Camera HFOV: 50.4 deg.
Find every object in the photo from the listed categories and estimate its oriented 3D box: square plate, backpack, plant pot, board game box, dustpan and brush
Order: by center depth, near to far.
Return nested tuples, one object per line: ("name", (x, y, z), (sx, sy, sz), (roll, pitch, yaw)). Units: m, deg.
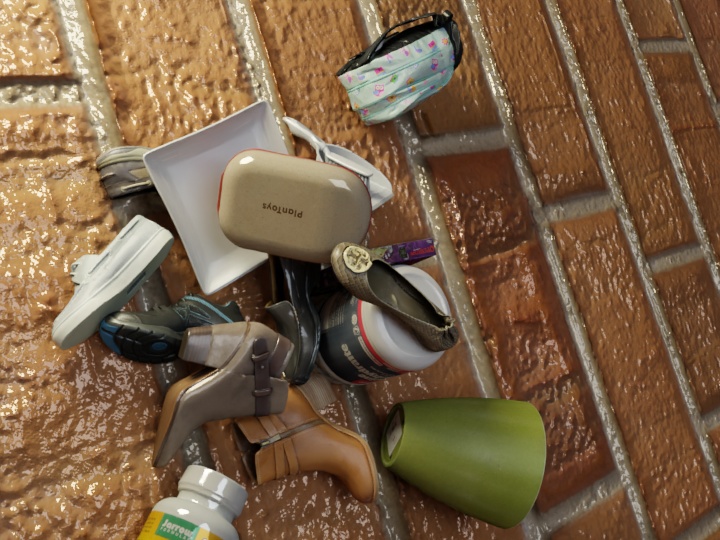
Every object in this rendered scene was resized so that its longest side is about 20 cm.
("square plate", (-0.170, -0.100, 1.030), (0.197, 0.028, 0.202), (-32, 111, -29))
("board game box", (0.000, 0.000, 1.078), (0.119, 0.199, 0.033), (-16, 85, -36))
("plant pot", (0.136, 0.263, 1.121), (0.198, 0.187, 0.189), (16, 66, -13))
("dustpan and brush", (-0.044, -0.171, 1.182), (0.199, 0.058, 0.139), (30, 28, 12))
("backpack", (0.063, -0.328, 1.261), (0.199, 0.166, 0.127), (-36, 101, -31))

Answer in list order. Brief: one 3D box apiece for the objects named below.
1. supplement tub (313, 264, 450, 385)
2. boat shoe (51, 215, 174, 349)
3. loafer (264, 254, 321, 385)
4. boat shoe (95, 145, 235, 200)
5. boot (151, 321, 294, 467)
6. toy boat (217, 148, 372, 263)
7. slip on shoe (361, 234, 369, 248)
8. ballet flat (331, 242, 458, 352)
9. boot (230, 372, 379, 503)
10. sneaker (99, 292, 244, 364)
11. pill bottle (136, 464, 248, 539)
("supplement tub", (0.017, 0.082, 1.063), (0.139, 0.199, 0.142), (11, 69, -31))
("boat shoe", (-0.318, 0.009, 0.946), (0.071, 0.070, 0.201), (35, 57, 3))
("loafer", (-0.099, 0.054, 1.035), (0.072, 0.073, 0.202), (7, 76, -38))
("boat shoe", (-0.252, -0.126, 1.032), (0.198, 0.074, 0.074), (-6, 88, -27))
("boot", (-0.165, 0.159, 0.954), (0.145, 0.070, 0.202), (15, 98, -25))
("toy boat", (-0.082, -0.088, 1.008), (0.198, 0.131, 0.132), (12, 106, 2))
("slip on shoe", (-0.069, -0.071, 1.130), (0.199, 0.076, 0.061), (35, 36, -29))
("ballet flat", (0.048, 0.031, 0.945), (0.200, 0.046, 0.068), (41, 56, -15))
("boot", (-0.072, 0.249, 1.022), (0.155, 0.077, 0.201), (-24, 87, -39))
("sneaker", (-0.237, 0.072, 0.982), (0.199, 0.073, 0.083), (12, 52, -37))
("pill bottle", (-0.208, 0.335, 0.880), (0.112, 0.112, 0.201), (37, 58, -20))
